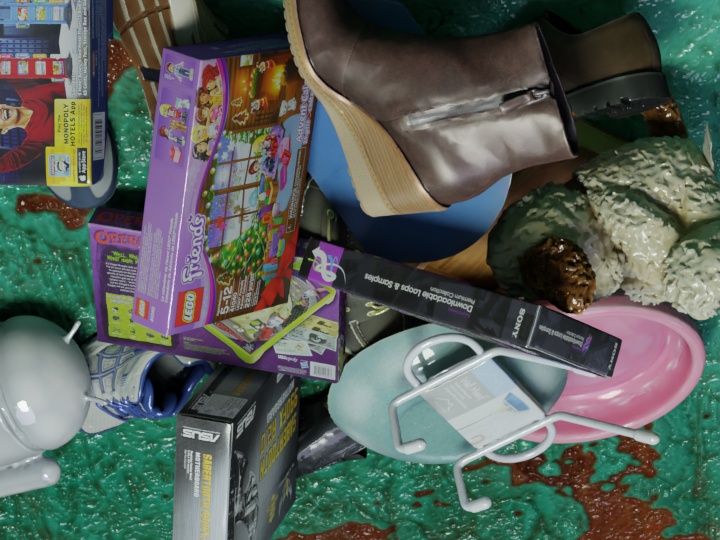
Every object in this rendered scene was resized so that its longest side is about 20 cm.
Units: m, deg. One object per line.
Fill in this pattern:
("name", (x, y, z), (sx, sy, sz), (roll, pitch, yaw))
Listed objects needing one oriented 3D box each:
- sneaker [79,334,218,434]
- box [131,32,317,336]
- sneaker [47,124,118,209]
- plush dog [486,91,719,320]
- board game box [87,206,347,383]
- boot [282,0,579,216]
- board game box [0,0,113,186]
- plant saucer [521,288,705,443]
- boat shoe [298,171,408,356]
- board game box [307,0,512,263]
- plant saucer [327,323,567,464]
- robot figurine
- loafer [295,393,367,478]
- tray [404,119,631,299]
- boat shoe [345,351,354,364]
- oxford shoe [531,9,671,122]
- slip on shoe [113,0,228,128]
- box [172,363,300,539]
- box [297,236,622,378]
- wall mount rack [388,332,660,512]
("sneaker", (-0.185, 0.091, 1.776), (0.075, 0.088, 0.200), (22, 134, -29))
("box", (-0.093, -0.063, 1.523), (0.137, 0.039, 0.201), (-15, 120, -51))
("sneaker", (-0.222, -0.100, 1.562), (0.070, 0.082, 0.200), (-9, 139, 4))
("plush dog", (0.174, -0.031, 1.572), (0.171, 0.200, 0.161), (-21, 97, -7))
("board game box", (-0.109, 0.019, 1.659), (0.199, 0.032, 0.120), (10, 133, 10))
("boot", (0.048, -0.144, 1.476), (0.166, 0.072, 0.201), (-19, 98, 24))
("board game box", (-0.269, -0.159, 1.445), (0.199, 0.062, 0.201), (2, 96, 9))
("plant saucer", (0.187, 0.072, 1.801), (0.199, 0.051, 0.201), (-4, 144, -3))
("boat shoe", (-0.002, 0.002, 1.680), (0.060, 0.072, 0.202), (23, 147, 42))
("board game box", (0.028, -0.104, 1.563), (0.158, 0.039, 0.200), (-36, 90, 39))
("plant saucer", (0.074, 0.112, 1.758), (0.200, 0.039, 0.201), (-5, 144, -4))
("robot figurine", (-0.305, 0.105, 1.762), (0.199, 0.113, 0.170), (-19, 103, 16))
("loafer", (-0.022, 0.143, 1.860), (0.200, 0.068, 0.070), (-33, 122, 24))
("tray", (0.126, -0.042, 1.689), (0.098, 0.037, 0.200), (22, 133, -27))
("boat shoe", (-0.052, 0.014, 1.718), (0.076, 0.072, 0.200), (-37, 129, 18))
("oxford shoe", (0.131, -0.142, 1.559), (0.199, 0.085, 0.073), (-13, 174, 34))
("slip on shoe", (-0.124, -0.165, 1.518), (0.076, 0.061, 0.201), (19, 137, 39))
("box", (-0.097, 0.153, 1.730), (0.048, 0.200, 0.159), (8, 110, 13))
("box", (0.073, 0.027, 1.558), (0.199, 0.036, 0.143), (19, 179, 32))
("wall mount rack", (0.125, 0.114, 1.677), (0.173, 0.075, 0.200), (-27, 140, 17))
